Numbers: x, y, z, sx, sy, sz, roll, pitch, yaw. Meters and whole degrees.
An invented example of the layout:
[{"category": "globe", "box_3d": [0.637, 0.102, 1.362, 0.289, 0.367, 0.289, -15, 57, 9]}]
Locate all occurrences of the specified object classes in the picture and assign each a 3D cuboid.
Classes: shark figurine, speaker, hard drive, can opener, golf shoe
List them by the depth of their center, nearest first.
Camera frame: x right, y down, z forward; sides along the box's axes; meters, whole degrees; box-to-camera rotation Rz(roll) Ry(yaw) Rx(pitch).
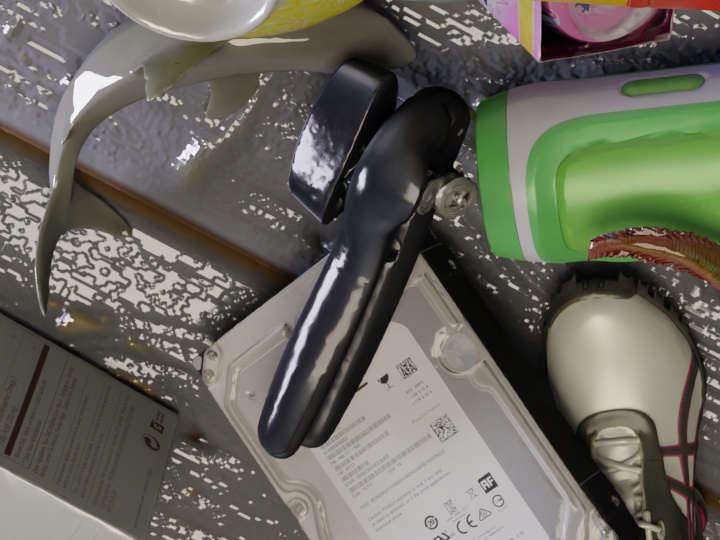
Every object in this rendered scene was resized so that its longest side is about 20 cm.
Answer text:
[{"category": "speaker", "box_3d": [0.156, -0.052, 1.254, 0.200, 0.088, 0.089, -6, 120, 10]}, {"category": "shark figurine", "box_3d": [-0.097, -0.081, 1.265, 0.214, 0.090, 0.128, -33, 111, 21]}, {"category": "can opener", "box_3d": [0.000, 0.000, 1.277, 0.079, 0.063, 0.200, 34, 120, 33]}, {"category": "hard drive", "box_3d": [0.025, 0.086, 1.330, 0.140, 0.038, 0.200, -36, 83, 24]}, {"category": "golf shoe", "box_3d": [0.135, 0.097, 1.346, 0.077, 0.088, 0.200, -8, 119, 13]}]

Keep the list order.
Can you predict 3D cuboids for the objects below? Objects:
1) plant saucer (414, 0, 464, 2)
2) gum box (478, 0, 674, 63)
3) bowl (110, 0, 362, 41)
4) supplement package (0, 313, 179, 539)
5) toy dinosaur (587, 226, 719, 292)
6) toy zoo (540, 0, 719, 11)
[{"category": "plant saucer", "box_3d": [0.030, -0.202, 1.028, 0.200, 0.036, 0.200, -1, 84, 12]}, {"category": "gum box", "box_3d": [0.081, -0.204, 1.144, 0.066, 0.114, 0.200, -12, 123, -16]}, {"category": "bowl", "box_3d": [-0.061, -0.160, 1.131, 0.200, 0.108, 0.200, 8, 140, 7]}, {"category": "supplement package", "box_3d": [-0.210, 0.093, 1.364, 0.200, 0.117, 0.117, 30, 120, -11]}, {"category": "toy dinosaur", "box_3d": [0.232, 0.008, 1.256, 0.200, 0.181, 0.105, 43, 114, 12]}, {"category": "toy zoo", "box_3d": [0.126, -0.169, 1.100, 0.200, 0.020, 0.131, 0, 118, -24]}]
